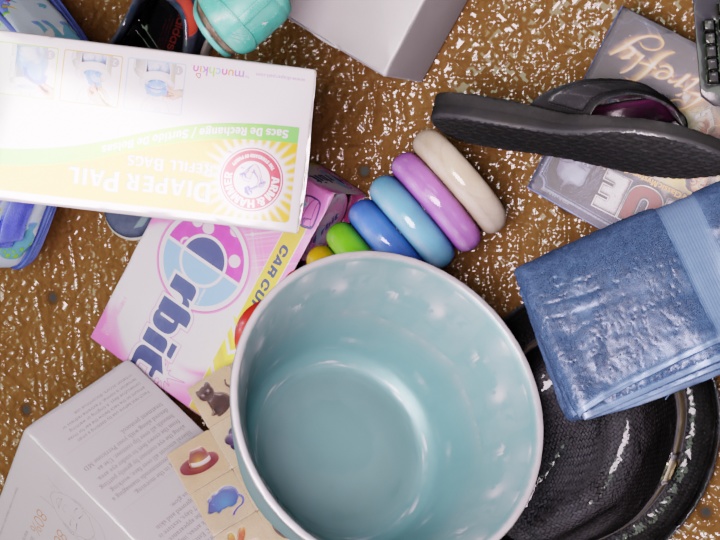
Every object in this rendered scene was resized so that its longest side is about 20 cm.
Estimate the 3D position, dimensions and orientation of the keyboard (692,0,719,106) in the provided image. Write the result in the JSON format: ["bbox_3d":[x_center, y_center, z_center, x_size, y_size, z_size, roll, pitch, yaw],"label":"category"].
[{"bbox_3d":[0.305,-0.172,0.901,0.199,0.021,0.128,-5,82,10],"label":"keyboard"}]

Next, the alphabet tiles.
[{"bbox_3d":[-0.026,0.135,0.980,0.166,0.006,0.200,-31,68,-7],"label":"alphabet tiles"}]

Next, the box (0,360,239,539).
[{"bbox_3d":[-0.149,0.195,1.041,0.200,0.106,0.152,42,135,12],"label":"box"}]

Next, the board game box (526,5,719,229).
[{"bbox_3d":[0.226,-0.065,0.949,0.200,0.035,0.136,30,104,16],"label":"board game box"}]

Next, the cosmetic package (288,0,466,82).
[{"bbox_3d":[0.035,-0.236,0.983,0.107,0.090,0.200,35,108,16],"label":"cosmetic package"}]

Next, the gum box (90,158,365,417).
[{"bbox_3d":[-0.098,0.002,1.057,0.113,0.066,0.200,33,104,16],"label":"gum box"}]

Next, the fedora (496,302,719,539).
[{"bbox_3d":[0.137,0.111,0.963,0.200,0.092,0.202,1,94,21],"label":"fedora"}]

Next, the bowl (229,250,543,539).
[{"bbox_3d":[0.001,0.099,0.910,0.201,0.200,0.105,57,149,8],"label":"bowl"}]

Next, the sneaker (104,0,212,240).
[{"bbox_3d":[-0.161,-0.119,1.063,0.075,0.084,0.201,15,99,19],"label":"sneaker"}]

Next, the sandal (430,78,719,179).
[{"bbox_3d":[0.142,-0.098,0.924,0.200,0.075,0.048,12,80,19],"label":"sandal"}]

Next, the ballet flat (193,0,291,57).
[{"bbox_3d":[-0.074,-0.204,0.965,0.070,0.200,0.067,-34,121,12],"label":"ballet flat"}]

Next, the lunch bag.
[{"bbox_3d":[-0.269,-0.108,1.070,0.161,0.082,0.200,47,123,35],"label":"lunch bag"}]

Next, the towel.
[{"bbox_3d":[0.200,0.011,0.891,0.199,0.049,0.112,-22,74,6],"label":"towel"}]

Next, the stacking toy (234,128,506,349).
[{"bbox_3d":[0.000,0.000,0.985,0.200,0.085,0.085,-42,79,1],"label":"stacking toy"}]

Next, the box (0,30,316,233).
[{"bbox_3d":[-0.131,-0.087,0.932,0.199,0.112,0.102,6,94,-6],"label":"box"}]
